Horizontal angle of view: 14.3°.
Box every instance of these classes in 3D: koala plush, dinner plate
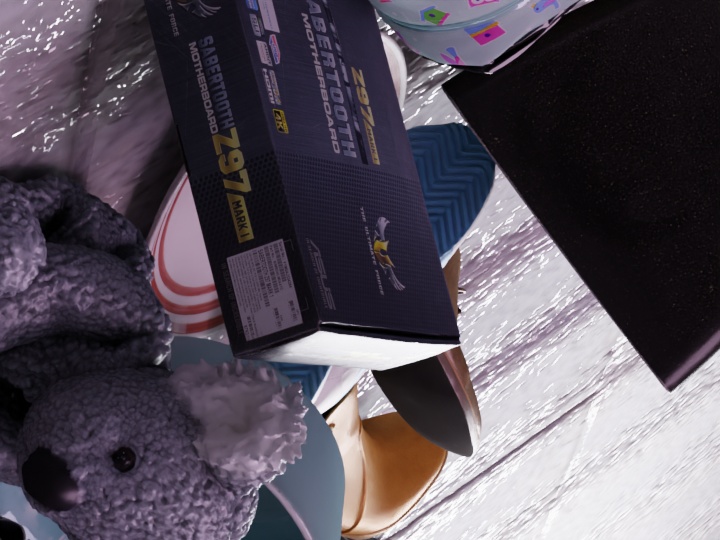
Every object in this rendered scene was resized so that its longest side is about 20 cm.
[{"bbox_3d":[-0.122,0.068,1.327,0.184,0.200,0.178,-10,134,-58],"label":"koala plush"},{"bbox_3d":[-0.050,-0.048,1.512,0.200,0.024,0.200,-40,156,-22],"label":"dinner plate"}]

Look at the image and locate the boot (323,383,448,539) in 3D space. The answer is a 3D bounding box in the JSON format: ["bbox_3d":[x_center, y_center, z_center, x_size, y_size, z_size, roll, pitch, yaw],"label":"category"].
[{"bbox_3d":[-0.011,0.107,1.763,0.201,0.071,0.144,-29,150,-33],"label":"boot"}]

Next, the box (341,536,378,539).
[{"bbox_3d":[-0.016,0.261,1.944,0.148,0.107,0.200,-50,157,1],"label":"box"}]

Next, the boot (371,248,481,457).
[{"bbox_3d":[0.044,0.031,1.704,0.075,0.074,0.200,-51,140,-29],"label":"boot"}]

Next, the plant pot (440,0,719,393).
[{"bbox_3d":[0.177,-0.074,1.556,0.177,0.200,0.200,-38,179,6],"label":"plant pot"}]

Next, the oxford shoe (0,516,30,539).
[{"bbox_3d":[-0.191,0.174,1.499,0.074,0.071,0.200,-48,147,-18],"label":"oxford shoe"}]

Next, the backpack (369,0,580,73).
[{"bbox_3d":[0.071,-0.197,1.365,0.200,0.167,0.127,-46,132,-7],"label":"backpack"}]

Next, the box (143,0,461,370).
[{"bbox_3d":[-0.027,-0.056,1.334,0.051,0.200,0.158,-18,168,23],"label":"box"}]

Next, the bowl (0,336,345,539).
[{"bbox_3d":[-0.087,0.114,1.511,0.105,0.201,0.201,-55,166,-44],"label":"bowl"}]

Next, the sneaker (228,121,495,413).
[{"bbox_3d":[0.000,0.000,1.573,0.200,0.077,0.081,-49,170,6],"label":"sneaker"}]
